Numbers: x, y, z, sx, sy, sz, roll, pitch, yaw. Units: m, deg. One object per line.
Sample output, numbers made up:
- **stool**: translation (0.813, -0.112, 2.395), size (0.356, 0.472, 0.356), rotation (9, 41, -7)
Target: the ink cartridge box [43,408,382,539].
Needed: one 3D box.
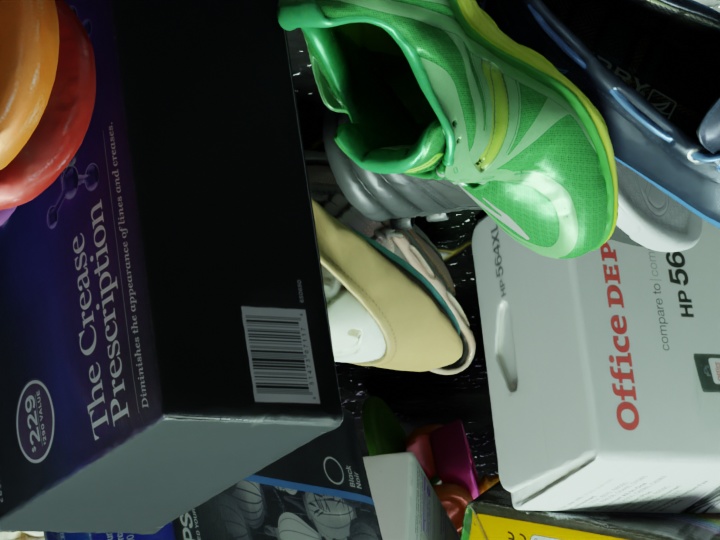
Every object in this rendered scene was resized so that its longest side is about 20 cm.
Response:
- **ink cartridge box**: translation (-0.065, 0.098, 1.319), size (0.039, 0.100, 0.200), rotation (-27, 155, 32)

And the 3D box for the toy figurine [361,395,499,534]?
- **toy figurine**: translation (0.122, 0.127, 1.672), size (0.184, 0.150, 0.200), rotation (-22, 124, 7)

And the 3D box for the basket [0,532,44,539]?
- **basket**: translation (-0.119, 0.154, 1.562), size (0.197, 0.161, 0.200), rotation (-6, 179, -4)

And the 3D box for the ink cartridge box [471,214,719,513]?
- **ink cartridge box**: translation (0.165, 0.036, 1.426), size (0.199, 0.147, 0.084), rotation (3, 159, -29)

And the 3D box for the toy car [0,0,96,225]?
- **toy car**: translation (-0.171, -0.054, 1.017), size (0.150, 0.176, 0.200), rotation (-11, 166, -37)

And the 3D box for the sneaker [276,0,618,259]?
- **sneaker**: translation (0.026, -0.061, 1.113), size (0.074, 0.084, 0.200), rotation (-2, 144, 41)

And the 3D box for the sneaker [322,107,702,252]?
- **sneaker**: translation (0.063, -0.047, 1.276), size (0.099, 0.071, 0.200), rotation (-19, 152, 34)

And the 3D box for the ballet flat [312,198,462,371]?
- **ballet flat**: translation (-0.035, -0.003, 1.246), size (0.069, 0.063, 0.200), rotation (-9, 136, 48)

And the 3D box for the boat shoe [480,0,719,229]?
- **boat shoe**: translation (0.138, -0.060, 1.152), size (0.199, 0.084, 0.069), rotation (19, 158, -1)

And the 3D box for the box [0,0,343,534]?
- **box**: translation (-0.086, -0.018, 1.090), size (0.079, 0.201, 0.141), rotation (3, 158, -31)

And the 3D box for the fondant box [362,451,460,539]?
- **fondant box**: translation (0.026, 0.204, 1.505), size (0.058, 0.145, 0.200), rotation (-8, 144, 17)

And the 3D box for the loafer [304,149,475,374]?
- **loafer**: translation (0.000, 0.000, 1.359), size (0.072, 0.063, 0.200), rotation (-44, 153, 9)

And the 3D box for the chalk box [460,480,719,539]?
- **chalk box**: translation (0.125, 0.169, 1.493), size (0.124, 0.124, 0.200), rotation (10, -172, 16)
